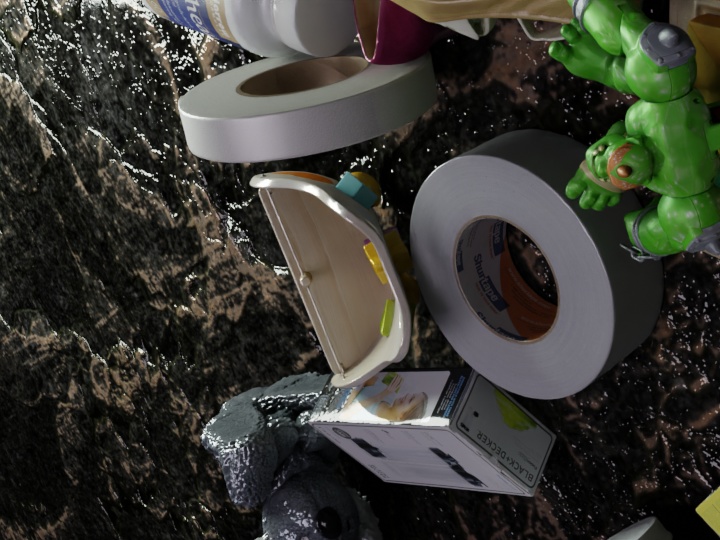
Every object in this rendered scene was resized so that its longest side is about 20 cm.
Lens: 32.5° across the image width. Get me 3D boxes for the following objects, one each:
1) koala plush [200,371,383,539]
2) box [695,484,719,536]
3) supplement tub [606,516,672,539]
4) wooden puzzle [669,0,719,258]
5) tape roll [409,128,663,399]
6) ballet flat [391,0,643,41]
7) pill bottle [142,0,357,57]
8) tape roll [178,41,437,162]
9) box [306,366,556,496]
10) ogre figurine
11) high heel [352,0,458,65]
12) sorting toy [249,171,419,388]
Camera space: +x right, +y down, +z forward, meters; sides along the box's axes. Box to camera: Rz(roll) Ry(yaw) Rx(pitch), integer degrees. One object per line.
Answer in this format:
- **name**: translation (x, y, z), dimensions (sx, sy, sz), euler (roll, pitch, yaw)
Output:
- **koala plush**: translation (-0.060, 0.221, 1.253), dimensions (0.184, 0.177, 0.200), euler (0, 114, 63)
- **box**: translation (0.304, 0.113, 0.809), dimensions (0.050, 0.075, 0.200), euler (48, 141, 17)
- **supplement tub**: translation (0.239, 0.308, 0.953), dimensions (0.200, 0.145, 0.145), euler (54, 143, 10)
- **wooden puzzle**: translation (0.256, -0.084, 0.752), dimensions (0.185, 0.037, 0.200), euler (32, 134, 47)
- **tape roll**: translation (0.131, -0.004, 0.949), dimensions (0.200, 0.066, 0.201), euler (30, 134, 37)
- **ballet flat**: translation (0.098, -0.186, 0.849), dimensions (0.200, 0.069, 0.063), euler (9, 135, 33)
- **pill bottle**: translation (-0.091, -0.241, 1.026), dimensions (0.200, 0.111, 0.111), euler (27, 131, 38)
- **tape roll**: translation (-0.041, -0.134, 0.959), dimensions (0.203, 0.203, 0.037), euler (14, 123, 46)
- **box**: translation (0.060, 0.141, 1.092), dimensions (0.117, 0.060, 0.200), euler (40, 154, -27)
- **ogre figurine**: translation (0.177, -0.090, 0.761), dimensions (0.120, 0.098, 0.200), euler (-134, 42, -67)
- **high heel**: translation (-0.003, -0.247, 0.928), dimensions (0.067, 0.096, 0.200), euler (-27, 91, 54)
- **sorting toy**: translation (0.000, 0.000, 1.016), dimensions (0.180, 0.107, 0.200), euler (-148, 35, -78)
